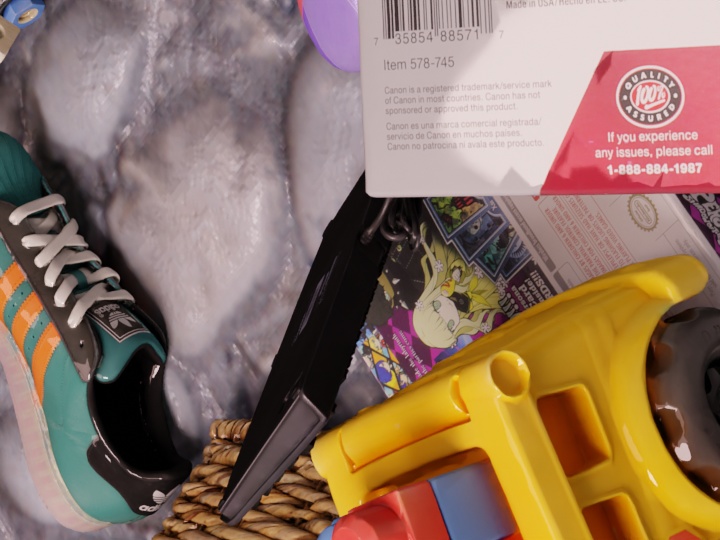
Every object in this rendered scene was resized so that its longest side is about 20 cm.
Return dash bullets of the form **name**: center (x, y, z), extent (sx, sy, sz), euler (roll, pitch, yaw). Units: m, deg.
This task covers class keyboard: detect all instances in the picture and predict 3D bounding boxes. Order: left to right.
- **keyboard**: center (0.000, 0.000, 0.915), extent (0.021, 0.200, 0.127), euler (29, 125, -7)

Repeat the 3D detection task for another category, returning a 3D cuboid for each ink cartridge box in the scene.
- **ink cartridge box**: center (0.091, -0.129, 0.813), extent (0.145, 0.144, 0.202), euler (1, 97, 34)

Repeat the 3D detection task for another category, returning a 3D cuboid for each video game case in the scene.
- **video game case**: center (0.089, 0.035, 0.958), extent (0.201, 0.036, 0.181), euler (56, 132, 16)

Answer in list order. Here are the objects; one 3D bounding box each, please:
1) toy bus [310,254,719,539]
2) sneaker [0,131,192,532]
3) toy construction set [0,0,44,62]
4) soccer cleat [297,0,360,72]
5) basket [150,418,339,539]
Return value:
- **toy bus**: center (0.069, 0.115, 0.843), extent (0.135, 0.191, 0.201), euler (-27, 84, 43)
- **sneaker**: center (-0.134, 0.021, 1.144), extent (0.080, 0.071, 0.201), euler (-20, 93, 39)
- **toy construction set**: center (-0.221, -0.105, 1.140), extent (0.200, 0.131, 0.093), euler (-29, 82, 43)
- **soccer cleat**: center (-0.011, -0.175, 0.963), extent (0.066, 0.076, 0.201), euler (22, 116, 37)
- **basket**: center (-0.003, 0.167, 1.042), extent (0.143, 0.149, 0.199), euler (44, 156, -30)
